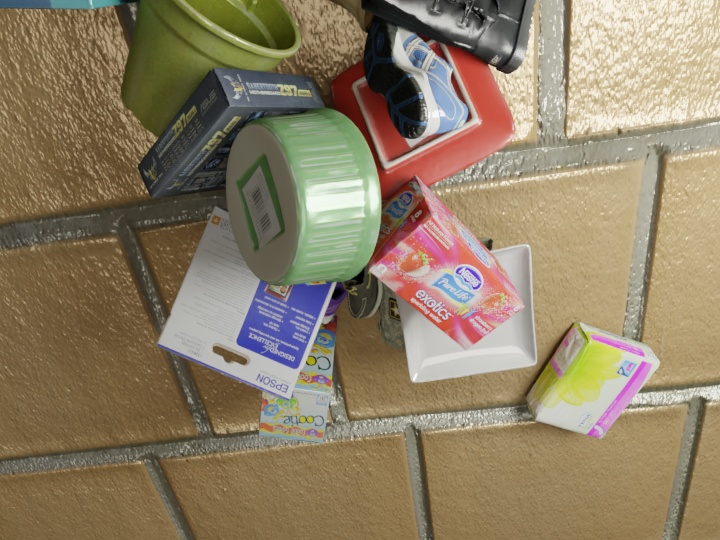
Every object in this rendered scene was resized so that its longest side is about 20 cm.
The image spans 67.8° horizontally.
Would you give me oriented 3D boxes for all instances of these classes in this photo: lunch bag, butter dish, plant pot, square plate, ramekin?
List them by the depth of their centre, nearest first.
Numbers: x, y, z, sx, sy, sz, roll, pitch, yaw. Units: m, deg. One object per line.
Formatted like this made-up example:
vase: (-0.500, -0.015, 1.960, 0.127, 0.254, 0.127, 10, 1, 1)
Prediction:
ramekin: (-0.075, -0.079, 0.611, 0.096, 0.199, 0.203, -12, 127, -36)
plant pot: (-0.204, -0.266, 0.664, 0.199, 0.202, 0.184, 34, 126, -17)
butter dish: (0.087, -0.193, 0.720, 0.197, 0.148, 0.203, -24, 72, 13)
square plate: (0.155, 0.065, 0.787, 0.194, 0.029, 0.204, -9, 114, 7)
lunch bag: (0.119, 0.044, 0.859, 0.195, 0.118, 0.167, -2, 116, 8)

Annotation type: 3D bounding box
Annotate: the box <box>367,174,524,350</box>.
box: (0.101, -0.005, 0.664, 0.099, 0.096, 0.199, -39, 123, 19)

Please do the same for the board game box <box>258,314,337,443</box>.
board game box: (-0.097, 0.164, 0.877, 0.103, 0.201, 0.105, 8, 120, -4)

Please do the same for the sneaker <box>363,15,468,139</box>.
sneaker: (0.059, -0.230, 0.629, 0.076, 0.203, 0.076, -5, 150, -25)

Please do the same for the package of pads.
package of pads: (0.409, 0.202, 0.966, 0.152, 0.069, 0.203, 17, 117, -9)

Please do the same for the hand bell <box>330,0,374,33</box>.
hand bell: (-0.071, -0.375, 0.662, 0.196, 0.104, 0.106, 18, 119, 6)

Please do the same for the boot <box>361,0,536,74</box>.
boot: (0.107, -0.337, 0.619, 0.196, 0.168, 0.066, 15, 161, -17)

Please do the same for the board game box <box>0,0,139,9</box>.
board game box: (-0.337, -0.329, 0.610, 0.147, 0.201, 0.048, 1, 120, 1)

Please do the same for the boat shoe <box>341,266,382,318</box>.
boat shoe: (-0.002, -0.002, 0.827, 0.060, 0.072, 0.205, -21, 137, -31)

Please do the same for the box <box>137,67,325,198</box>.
box: (-0.161, -0.165, 0.664, 0.199, 0.157, 0.052, -32, 84, 39)

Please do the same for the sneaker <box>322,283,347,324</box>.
sneaker: (-0.097, 0.033, 0.836, 0.084, 0.081, 0.198, -46, 154, 27)

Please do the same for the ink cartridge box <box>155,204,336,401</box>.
ink cartridge box: (-0.147, 0.044, 0.734, 0.194, 0.047, 0.203, 23, 88, -2)
